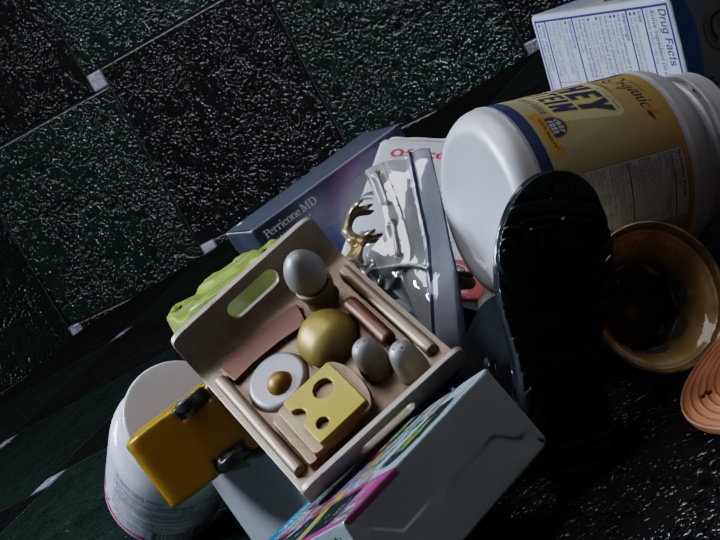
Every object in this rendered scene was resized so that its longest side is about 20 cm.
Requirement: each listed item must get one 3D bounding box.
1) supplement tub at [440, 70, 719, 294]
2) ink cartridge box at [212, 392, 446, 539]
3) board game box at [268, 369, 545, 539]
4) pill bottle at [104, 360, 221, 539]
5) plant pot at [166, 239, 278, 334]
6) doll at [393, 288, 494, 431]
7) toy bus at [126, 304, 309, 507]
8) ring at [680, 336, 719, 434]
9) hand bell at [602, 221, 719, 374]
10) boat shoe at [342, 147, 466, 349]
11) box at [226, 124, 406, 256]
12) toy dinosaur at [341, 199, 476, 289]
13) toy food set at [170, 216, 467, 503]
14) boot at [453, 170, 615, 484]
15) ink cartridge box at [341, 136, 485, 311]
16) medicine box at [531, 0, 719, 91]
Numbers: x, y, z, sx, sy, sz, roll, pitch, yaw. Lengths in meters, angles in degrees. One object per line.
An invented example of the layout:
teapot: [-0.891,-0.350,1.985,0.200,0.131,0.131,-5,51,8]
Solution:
supplement tub: [0.175,-0.069,1.083,0.198,0.146,0.144,-15,3,-20]
ink cartridge box: [-0.009,0.127,1.182,0.200,0.084,0.145,-42,10,-36]
board game box: [0.011,0.159,0.912,0.147,0.064,0.200,-41,-1,-34]
pill bottle: [-0.168,0.162,1.272,0.113,0.113,0.200,-38,-13,-26]
plant pot: [-0.081,0.081,1.359,0.199,0.185,0.200,-33,9,6]
doll: [0.073,0.075,1.118,0.200,0.135,0.049,-49,-23,-39]
toy bus: [-0.085,0.098,1.120,0.199,0.065,0.078,-38,2,-4]
ring: [0.279,0.038,0.843,0.199,0.019,0.200,-34,8,6]
hand bell: [0.175,0.043,1.052,0.104,0.104,0.200,-37,-3,-20]
boat shoe: [0.030,-0.005,1.109,0.085,0.204,0.075,-12,-33,5]
box: [-0.001,-0.015,1.521,0.199,0.199,0.123,-37,10,-15]
toy dinosaur: [0.000,0.000,1.196,0.198,0.058,0.102,-15,51,31]
toy food set: [-0.035,0.056,1.012,0.143,0.061,0.200,-42,43,-7]
boot: [0.109,0.031,0.962,0.075,0.203,0.168,-7,8,-11]
ink cartridge box: [0.070,-0.024,1.317,0.145,0.083,0.201,4,47,18]
medicine box: [0.259,-0.151,1.226,0.102,0.184,0.199,-23,14,-24]
